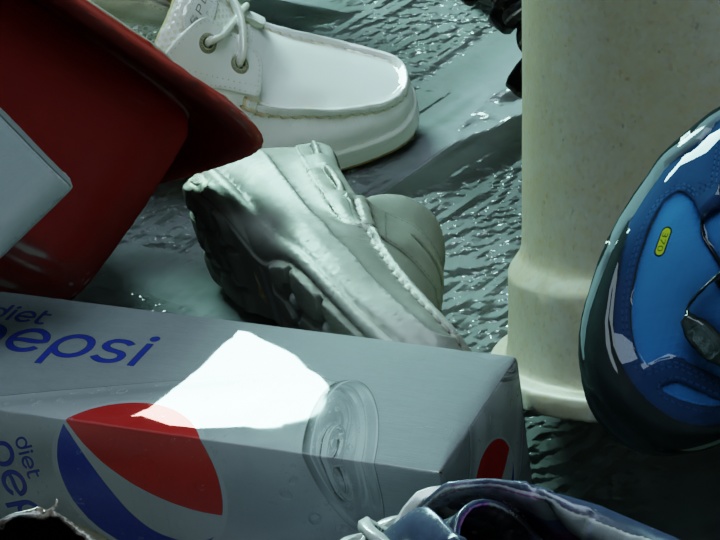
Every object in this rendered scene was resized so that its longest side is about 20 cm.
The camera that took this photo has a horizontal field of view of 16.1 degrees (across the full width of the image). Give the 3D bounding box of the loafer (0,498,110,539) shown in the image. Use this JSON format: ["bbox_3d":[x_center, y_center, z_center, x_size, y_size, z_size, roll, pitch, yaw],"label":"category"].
[{"bbox_3d":[-0.041,0.127,0.633,0.200,0.071,0.073,32,66,35],"label":"loafer"}]

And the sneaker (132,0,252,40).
[{"bbox_3d":[-0.101,-0.117,1.130,0.200,0.078,0.099,-38,16,-33],"label":"sneaker"}]

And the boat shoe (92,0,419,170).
[{"bbox_3d":[-0.071,-0.085,1.020,0.199,0.070,0.071,2,38,-10],"label":"boat shoe"}]

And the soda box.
[{"bbox_3d":[-0.050,0.058,0.798,0.199,0.064,0.068,7,33,24],"label":"soda box"}]

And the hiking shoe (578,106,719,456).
[{"bbox_3d":[0.132,-0.034,0.674,0.200,0.074,0.087,-47,-5,-4],"label":"hiking shoe"}]

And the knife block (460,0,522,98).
[{"bbox_3d":[0.137,-0.146,1.010,0.200,0.064,0.176,-28,-12,-9],"label":"knife block"}]

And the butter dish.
[{"bbox_3d":[-0.171,-0.034,0.890,0.200,0.199,0.148,-9,55,52],"label":"butter dish"}]

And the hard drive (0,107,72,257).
[{"bbox_3d":[-0.207,-0.004,0.791,0.200,0.132,0.027,-44,11,0],"label":"hard drive"}]

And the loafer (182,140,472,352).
[{"bbox_3d":[0.000,0.000,0.884,0.070,0.070,0.200,-25,32,-13],"label":"loafer"}]

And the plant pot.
[{"bbox_3d":[0.126,-0.066,0.801,0.200,0.184,0.200,-9,11,2],"label":"plant pot"}]

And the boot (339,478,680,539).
[{"bbox_3d":[0.010,0.090,0.692,0.199,0.091,0.073,13,32,28],"label":"boot"}]

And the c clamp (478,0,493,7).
[{"bbox_3d":[0.125,-0.162,1.194,0.170,0.027,0.200,-14,31,-1],"label":"c clamp"}]
